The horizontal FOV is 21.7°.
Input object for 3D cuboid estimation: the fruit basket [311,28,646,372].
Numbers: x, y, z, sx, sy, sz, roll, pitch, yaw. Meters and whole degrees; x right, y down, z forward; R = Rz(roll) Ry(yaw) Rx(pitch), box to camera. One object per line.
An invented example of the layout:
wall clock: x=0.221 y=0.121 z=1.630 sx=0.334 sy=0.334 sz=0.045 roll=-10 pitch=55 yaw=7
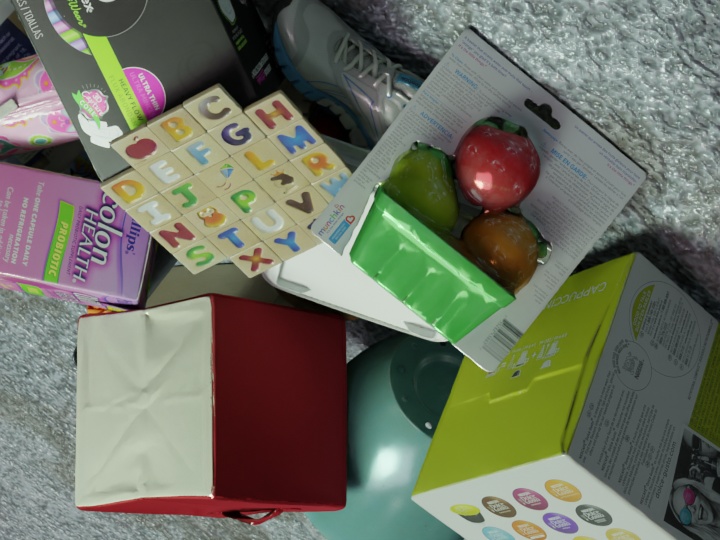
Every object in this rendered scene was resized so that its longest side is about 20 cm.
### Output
fruit basket: x=0.091 y=-0.053 z=1.466 sx=0.185 sy=0.200 sz=0.094 roll=37 pitch=179 yaw=-5

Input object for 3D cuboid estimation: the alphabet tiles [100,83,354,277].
alphabet tiles: x=-0.098 y=-0.065 z=1.465 sx=0.166 sy=0.006 sz=0.200 roll=-25 pitch=138 yaw=18

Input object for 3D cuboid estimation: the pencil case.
pencil case: x=-0.242 y=-0.151 z=1.602 sx=0.199 sy=0.088 sz=0.088 roll=-12 pitch=131 yaw=14

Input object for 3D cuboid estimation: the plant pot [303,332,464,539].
plant pot: x=0.051 y=0.149 z=1.742 sx=0.200 sy=0.201 sz=0.161 roll=35 pitch=137 yaw=1

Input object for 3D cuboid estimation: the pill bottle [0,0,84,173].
pill bottle: x=-0.318 y=-0.190 z=1.711 sx=0.200 sy=0.120 sz=0.120 roll=44 pitch=147 yaw=-13

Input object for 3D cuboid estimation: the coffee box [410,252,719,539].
coffee box: x=0.197 y=0.138 z=1.542 sx=0.197 sy=0.201 sz=0.199 roll=38 pitch=146 yaw=-21

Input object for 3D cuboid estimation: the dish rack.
dish rack: x=0.013 y=-0.017 z=1.563 sx=0.199 sy=0.044 sz=0.172 roll=19 pitch=135 yaw=1

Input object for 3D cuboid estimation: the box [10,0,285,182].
box: x=-0.169 y=-0.197 z=1.461 sx=0.148 sy=0.124 sz=0.201 roll=-22 pitch=105 yaw=14

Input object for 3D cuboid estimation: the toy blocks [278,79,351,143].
toy blocks: x=-0.044 y=-0.099 z=1.607 sx=0.136 sy=0.100 sz=0.201 roll=15 pitch=137 yaw=11

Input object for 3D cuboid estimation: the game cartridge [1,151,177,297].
game cartridge: x=-0.261 y=-0.062 z=1.809 sx=0.199 sy=0.134 sz=0.041 roll=34 pitch=141 yaw=0

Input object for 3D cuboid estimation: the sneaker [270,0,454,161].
sneaker: x=0.010 y=-0.153 z=1.506 sx=0.086 sy=0.075 sz=0.200 roll=-12 pitch=133 yaw=42

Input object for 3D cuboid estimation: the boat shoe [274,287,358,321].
boat shoe: x=0.000 y=0.000 z=1.701 sx=0.199 sy=0.069 sz=0.074 roll=5 pitch=128 yaw=43

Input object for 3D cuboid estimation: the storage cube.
storage cube: x=-0.132 y=0.122 z=1.662 sx=0.170 sy=0.202 sz=0.179 roll=-9 pitch=168 yaw=37

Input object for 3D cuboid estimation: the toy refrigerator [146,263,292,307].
toy refrigerator: x=-0.125 y=0.043 z=1.872 sx=0.199 sy=0.076 sz=0.070 roll=-3 pitch=131 yaw=45

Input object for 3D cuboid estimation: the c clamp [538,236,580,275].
c clamp: x=0.155 y=0.038 z=1.645 sx=0.199 sy=0.027 sz=0.171 roll=-13 pitch=124 yaw=50

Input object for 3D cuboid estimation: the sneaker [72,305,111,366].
sneaker: x=-0.268 y=0.036 z=1.961 sx=0.077 sy=0.112 sz=0.200 roll=-3 pitch=132 yaw=45

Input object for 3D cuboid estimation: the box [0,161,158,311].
box: x=-0.282 y=-0.030 z=1.669 sx=0.199 sy=0.097 sz=0.176 roll=10 pitch=174 yaw=-5
